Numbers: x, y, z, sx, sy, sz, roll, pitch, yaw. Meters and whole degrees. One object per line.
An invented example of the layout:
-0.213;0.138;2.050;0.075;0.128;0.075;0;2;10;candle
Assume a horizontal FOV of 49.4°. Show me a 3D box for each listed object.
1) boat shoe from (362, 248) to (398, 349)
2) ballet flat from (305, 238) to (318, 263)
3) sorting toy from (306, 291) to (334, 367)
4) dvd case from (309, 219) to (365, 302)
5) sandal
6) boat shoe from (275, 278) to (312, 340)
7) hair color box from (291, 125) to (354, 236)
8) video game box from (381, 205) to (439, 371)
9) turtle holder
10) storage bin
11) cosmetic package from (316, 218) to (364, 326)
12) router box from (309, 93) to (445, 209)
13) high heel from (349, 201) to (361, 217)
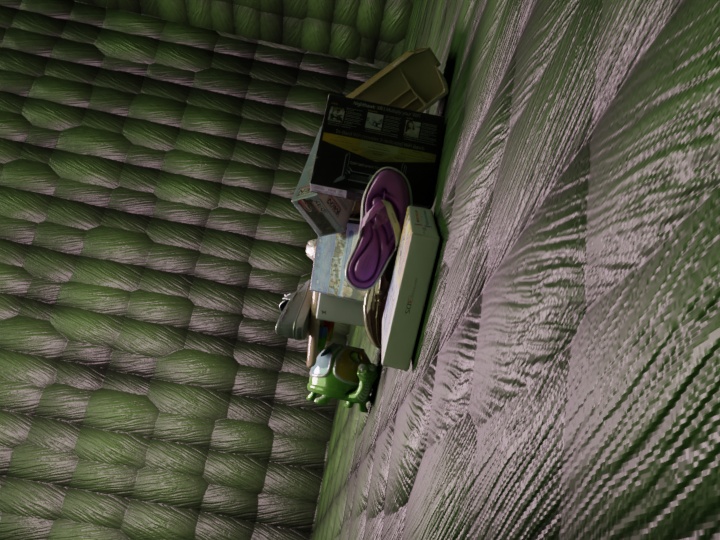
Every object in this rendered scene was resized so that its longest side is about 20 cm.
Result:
0.051;0.032;1.290;0.075;0.075;0.203;-174;86;-64;boat shoe
-0.079;-0.039;1.631;0.200;0.065;0.071;2;-84;-82;ballet flat
-0.076;0.089;1.638;0.200;0.036;0.186;-64;-20;-78;sorting toy
-0.012;-0.019;1.408;0.200;0.018;0.143;11;93;45;dvd case
0.032;-0.062;1.235;0.050;0.082;0.203;-86;11;-82;sandal
-0.131;0.073;1.608;0.201;0.071;0.070;-76;-9;-62;boat shoe
-0.052;-0.171;1.437;0.099;0.060;0.200;52;-140;-38;hair color box
0.070;0.021;1.157;0.182;0.047;0.201;-92;13;-74;video game box
-0.038;0.224;1.663;0.186;0.141;0.132;102;180;-83;turtle holder
0.060;-0.320;1.438;0.198;0.094;0.200;-34;13;11;storage bin
0.000;0.000;1.565;0.200;0.123;0.200;-10;-72;-80;cosmetic package
0.028;-0.191;1.291;0.052;0.199;0.158;104;177;-80;router box
0.038;-0.122;1.562;0.200;0.071;0.143;-35;-20;-32;high heel
